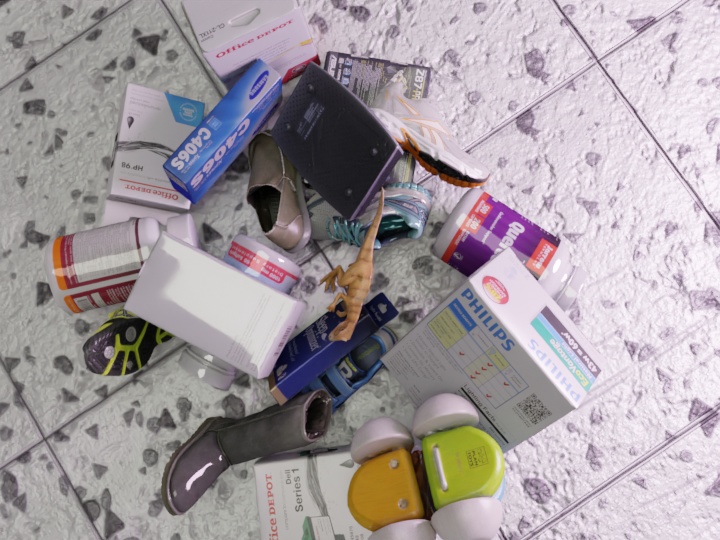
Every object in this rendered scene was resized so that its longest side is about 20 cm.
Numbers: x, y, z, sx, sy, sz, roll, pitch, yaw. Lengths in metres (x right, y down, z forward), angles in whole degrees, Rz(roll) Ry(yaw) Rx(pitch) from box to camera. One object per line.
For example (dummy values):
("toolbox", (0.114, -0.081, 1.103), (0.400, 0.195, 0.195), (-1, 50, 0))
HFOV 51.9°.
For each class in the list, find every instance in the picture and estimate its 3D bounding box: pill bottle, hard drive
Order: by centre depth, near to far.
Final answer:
("hard drive", (-0.032, -0.177, 1.010), (0.200, 0.042, 0.135), (48, 117, 28))
("pill bottle", (0.207, -0.019, 1.019), (0.199, 0.112, 0.113), (33, 87, 7))
("pill bottle", (-0.328, -0.013, 1.043), (0.197, 0.110, 0.111), (-13, 83, -5))
("pill bottle", (-0.174, 0.059, 1.043), (0.108, 0.109, 0.202), (27, 87, 7))

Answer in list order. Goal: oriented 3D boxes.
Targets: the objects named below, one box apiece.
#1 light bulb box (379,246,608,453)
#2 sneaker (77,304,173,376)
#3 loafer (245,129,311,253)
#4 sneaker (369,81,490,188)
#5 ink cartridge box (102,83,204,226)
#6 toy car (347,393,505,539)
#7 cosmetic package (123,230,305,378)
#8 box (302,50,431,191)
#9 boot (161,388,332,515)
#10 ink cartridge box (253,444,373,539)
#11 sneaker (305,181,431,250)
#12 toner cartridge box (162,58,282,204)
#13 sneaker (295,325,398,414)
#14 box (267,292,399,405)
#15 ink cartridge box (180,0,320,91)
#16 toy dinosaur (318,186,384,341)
("light bulb box", (0.168, 0.116, 0.953), (0.199, 0.124, 0.200), (50, 131, 7))
("sneaker", (-0.323, 0.089, 1.020), (0.075, 0.200, 0.076), (2, 105, 20))
("loafer", (-0.125, -0.122, 1.052), (0.075, 0.069, 0.202), (-35, 60, 28))
("sneaker", (0.102, -0.193, 1.026), (0.199, 0.076, 0.093), (32, 82, 2))
("ink cartridge box", (-0.300, -0.153, 1.074), (0.115, 0.067, 0.203), (9, 84, -25))
("toy car", (0.090, 0.265, 0.906), (0.198, 0.150, 0.177), (-24, 52, 16))
("cosmetic package", (-0.186, 0.045, 0.951), (0.198, 0.081, 0.114), (28, 87, 6))
("box", (0.011, -0.209, 1.088), (0.159, 0.049, 0.203), (9, 85, 7))
("boot", (-0.146, 0.237, 0.973), (0.198, 0.182, 0.073), (-11, 120, 25))
("ink cartridge box", (-0.040, 0.321, 1.016), (0.197, 0.084, 0.148), (-9, 83, 3))
("sneaker", (-0.001, -0.069, 1.032), (0.198, 0.078, 0.087), (-9, 43, 17))
("toner cartridge box", (-0.187, -0.191, 1.027), (0.043, 0.095, 0.201), (38, 78, 2))
("sneaker", (-0.032, 0.148, 1.036), (0.200, 0.082, 0.074), (-43, 85, 0))
("box", (-0.044, 0.094, 1.023), (0.199, 0.121, 0.033), (-37, 106, -1))
("ink cartridge box", (-0.146, -0.329, 1.036), (0.144, 0.200, 0.084), (-25, 83, 1))
("toy dinosaur", (0.000, 0.000, 0.980), (0.060, 0.106, 0.203), (19, 79, -29))
